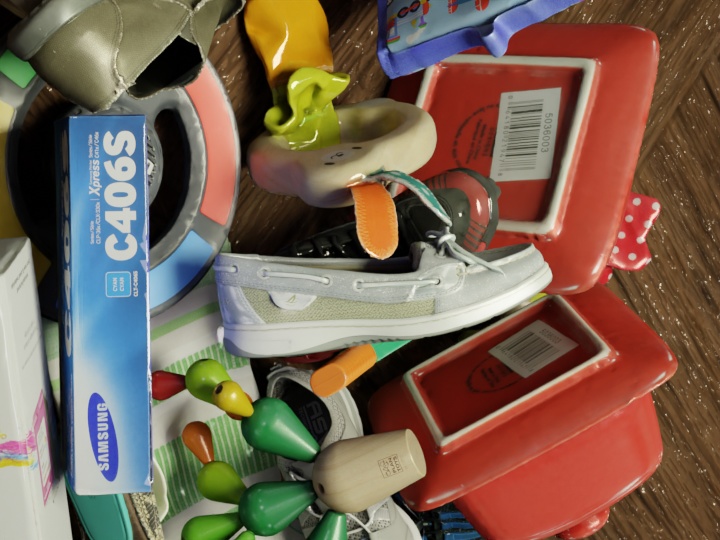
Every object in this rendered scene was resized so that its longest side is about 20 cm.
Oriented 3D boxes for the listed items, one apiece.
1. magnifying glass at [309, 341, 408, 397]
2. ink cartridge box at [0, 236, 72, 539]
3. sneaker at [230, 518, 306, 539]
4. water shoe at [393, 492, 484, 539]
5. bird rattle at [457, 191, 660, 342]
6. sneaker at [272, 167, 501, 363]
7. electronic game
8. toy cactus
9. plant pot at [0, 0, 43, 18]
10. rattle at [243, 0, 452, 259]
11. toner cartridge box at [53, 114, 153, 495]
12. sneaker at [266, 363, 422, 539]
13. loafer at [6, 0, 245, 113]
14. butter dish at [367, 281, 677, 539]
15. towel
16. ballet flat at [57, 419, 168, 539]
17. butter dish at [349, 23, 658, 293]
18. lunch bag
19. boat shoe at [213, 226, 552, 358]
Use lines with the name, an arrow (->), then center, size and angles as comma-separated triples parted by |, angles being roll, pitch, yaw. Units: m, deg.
magnifying glass -> 0.006, 0.056, 1.041 | 0.022, 0.080, 0.200 | 61, 17, 3
ink cartridge box -> -0.238, 0.093, 0.801 | 0.144, 0.085, 0.200 | -4, 105, 0
sneaker -> -0.033, 0.206, 1.066 | 0.200, 0.080, 0.070 | -8, 127, -41
water shoe -> 0.069, 0.195, 1.180 | 0.200, 0.071, 0.079 | 35, 76, -42
bird rattle -> 0.148, -0.017, 1.198 | 0.163, 0.113, 0.200 | 42, 65, -23
sneaker -> 0.000, 0.000, 0.985 | 0.071, 0.200, 0.098 | 62, 22, 11
electronic game -> -0.153, -0.065, 0.915 | 0.200, 0.042, 0.200 | -2, 94, -42
toy cactus -> -0.044, 0.136, 0.940 | 0.102, 0.165, 0.200 | 20, 49, -72
plant pot -> -0.152, -0.239, 0.814 | 0.200, 0.187, 0.187 | -53, 132, -4
rattle -> -0.009, -0.106, 0.948 | 0.130, 0.200, 0.143 | 4, 108, -7
toner cartridge box -> -0.143, 0.016, 0.840 | 0.043, 0.095, 0.200 | -1, 94, -15
sneaker -> -0.022, 0.151, 1.012 | 0.075, 0.200, 0.082 | -34, 147, 10
loafer -> -0.118, -0.127, 0.844 | 0.070, 0.075, 0.200 | 55, 30, -2
butter dish -> 0.127, 0.122, 1.059 | 0.199, 0.200, 0.148 | -29, 109, 0
towel -> -0.125, 0.090, 1.000 | 0.153, 0.023, 0.200 | -28, 117, -37
ballet flat -> -0.141, 0.170, 0.951 | 0.075, 0.068, 0.200 | -37, 123, -61
butter dish -> 0.117, -0.062, 1.087 | 0.148, 0.199, 0.200 | 41, 61, -54
lunch bag -> 0.088, -0.205, 1.000 | 0.094, 0.150, 0.200 | 51, 32, -37
boat shoe -> 0.013, 0.006, 0.917 | 0.074, 0.202, 0.065 | -78, 158, -80
